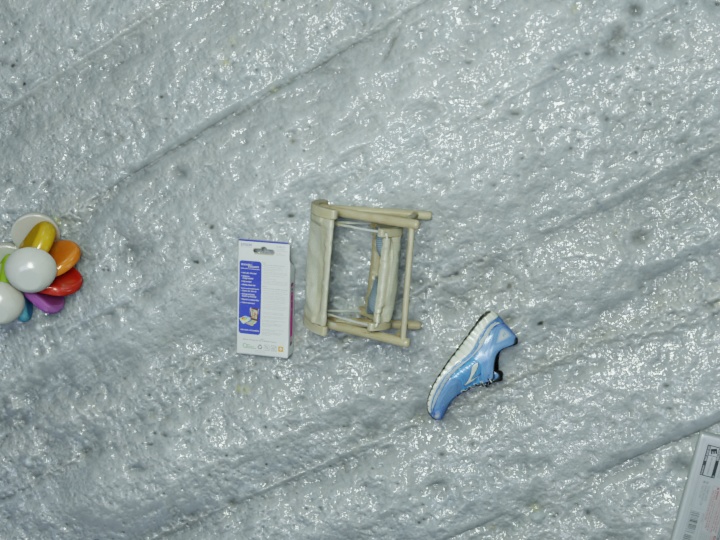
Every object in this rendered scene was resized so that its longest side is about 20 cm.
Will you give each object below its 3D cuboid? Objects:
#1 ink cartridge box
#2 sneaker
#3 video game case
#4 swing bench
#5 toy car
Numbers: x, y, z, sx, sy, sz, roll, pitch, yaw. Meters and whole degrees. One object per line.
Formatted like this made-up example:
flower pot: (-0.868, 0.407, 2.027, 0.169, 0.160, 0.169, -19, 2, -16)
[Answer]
ink cartridge box: (-0.161, 0.046, 1.517, 0.094, 0.037, 0.202, 5, 103, 13)
sneaker: (0.180, 0.167, 1.436, 0.089, 0.079, 0.201, 37, 105, 7)
video game case: (0.600, 0.368, 1.400, 0.180, 0.023, 0.202, 13, 101, 11)
swing bench: (0.000, 0.000, 1.423, 0.198, 0.130, 0.201, 7, 101, 12)
toy car: (-0.571, 0.012, 1.561, 0.200, 0.176, 0.150, -41, 125, 16)
